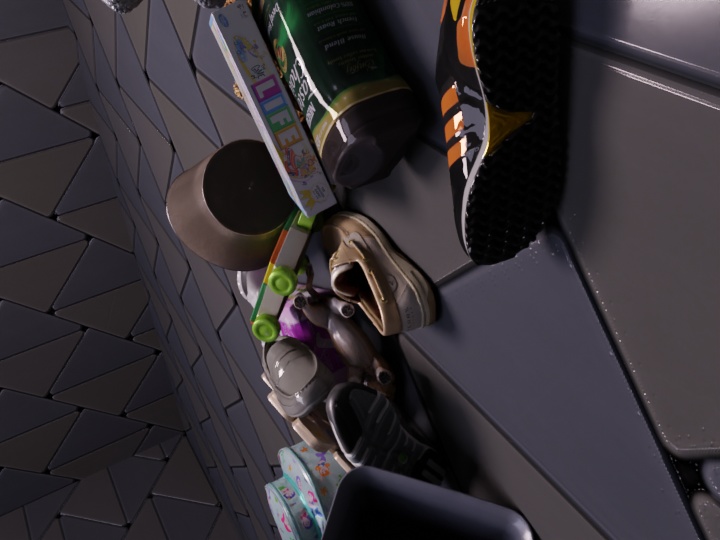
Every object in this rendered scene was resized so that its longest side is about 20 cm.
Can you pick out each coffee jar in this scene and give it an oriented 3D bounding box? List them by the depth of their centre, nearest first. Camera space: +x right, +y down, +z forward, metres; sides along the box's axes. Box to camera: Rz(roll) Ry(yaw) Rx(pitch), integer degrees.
[{"bbox_3d":[-0.022,-0.179,0.638,0.202,0.084,0.104,63,158,13],"label":"coffee jar"}]

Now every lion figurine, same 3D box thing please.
[{"bbox_3d":[-0.015,0.083,0.841,0.122,0.072,0.203,-123,10,-89],"label":"lion figurine"}]

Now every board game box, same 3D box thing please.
[{"bbox_3d":[-0.090,-0.161,0.719,0.202,0.034,0.135,66,175,-19],"label":"board game box"}]

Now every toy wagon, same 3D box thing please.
[{"bbox_3d":[-0.078,-0.018,0.843,0.156,0.039,0.202,-73,4,-57],"label":"toy wagon"}]

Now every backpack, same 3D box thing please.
[{"bbox_3d":[-0.065,0.366,1.141,0.177,0.148,0.203,26,128,60],"label":"backpack"}]

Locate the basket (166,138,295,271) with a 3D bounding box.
[{"bbox_3d":[-0.154,-0.083,0.916,0.179,0.138,0.200,30,166,-14],"label":"basket"}]

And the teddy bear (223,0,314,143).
[{"bbox_3d":[-0.105,-0.227,0.812,0.145,0.066,0.203,32,139,52],"label":"teddy bear"}]

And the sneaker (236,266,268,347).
[{"bbox_3d":[-0.130,0.061,1.123,0.080,0.073,0.202,29,143,53],"label":"sneaker"}]

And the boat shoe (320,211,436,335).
[{"bbox_3d":[0.000,0.000,0.762,0.200,0.068,0.075,42,146,48],"label":"boat shoe"}]

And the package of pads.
[{"bbox_3d":[-0.076,0.086,1.003,0.199,0.075,0.122,8,119,65],"label":"package of pads"}]

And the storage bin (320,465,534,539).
[{"bbox_3d":[0.062,0.310,0.731,0.197,0.147,0.135,13,147,13],"label":"storage bin"}]

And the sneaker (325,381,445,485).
[{"bbox_3d":[0.001,0.186,0.805,0.115,0.075,0.200,8,146,50],"label":"sneaker"}]

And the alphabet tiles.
[{"bbox_3d":[-0.040,0.200,0.929,0.195,0.015,0.200,42,-177,30],"label":"alphabet tiles"}]

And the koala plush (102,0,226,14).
[{"bbox_3d":[-0.246,-0.437,0.844,0.201,0.175,0.185,56,143,30],"label":"koala plush"}]

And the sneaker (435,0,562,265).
[{"bbox_3d":[0.088,-0.105,0.493,0.090,0.069,0.203,-117,19,-55],"label":"sneaker"}]

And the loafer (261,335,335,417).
[{"bbox_3d":[-0.079,0.115,0.824,0.070,0.070,0.200,53,167,-11],"label":"loafer"}]
